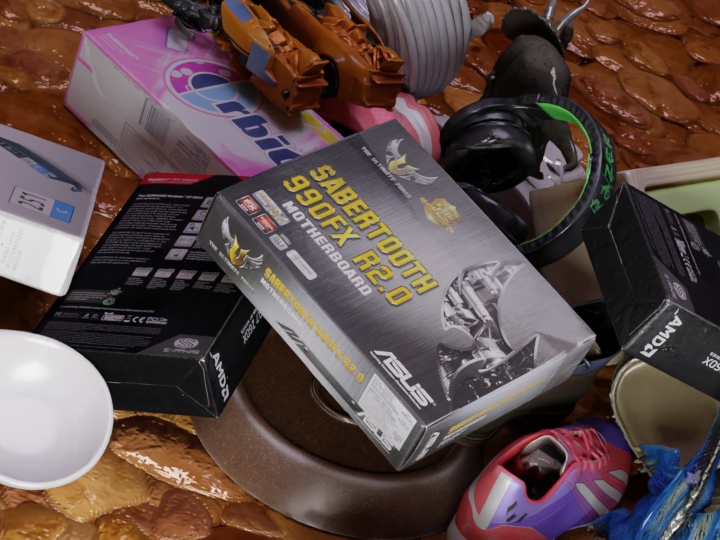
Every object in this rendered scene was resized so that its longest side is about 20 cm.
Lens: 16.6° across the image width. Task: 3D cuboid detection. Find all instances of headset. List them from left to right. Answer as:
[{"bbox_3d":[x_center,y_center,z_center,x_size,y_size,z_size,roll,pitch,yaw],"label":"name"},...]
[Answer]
[{"bbox_3d":[0.075,-0.062,1.676,0.094,0.200,0.124,36,55,-46],"label":"headset"}]

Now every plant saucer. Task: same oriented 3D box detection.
[{"bbox_3d":[-0.010,0.091,1.569,0.200,0.035,0.200,15,33,-10],"label":"plant saucer"}]

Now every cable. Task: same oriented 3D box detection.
[{"bbox_3d":[0.002,-0.216,1.874,0.069,0.200,0.200,-34,78,-25],"label":"cable"}]

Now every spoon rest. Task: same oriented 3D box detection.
[{"bbox_3d":[-0.241,0.069,1.432,0.200,0.061,0.100,15,58,-6],"label":"spoon rest"}]

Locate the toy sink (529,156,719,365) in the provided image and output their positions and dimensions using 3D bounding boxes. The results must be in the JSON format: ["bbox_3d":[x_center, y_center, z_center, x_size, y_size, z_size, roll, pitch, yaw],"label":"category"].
[{"bbox_3d":[0.235,-0.011,1.731,0.200,0.112,0.131,-8,88,-39],"label":"toy sink"}]

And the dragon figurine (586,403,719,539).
[{"bbox_3d":[0.191,0.150,1.489,0.059,0.200,0.099,35,8,-15],"label":"dragon figurine"}]

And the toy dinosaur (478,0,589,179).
[{"bbox_3d":[0.121,-0.131,1.780,0.077,0.102,0.200,11,24,-3],"label":"toy dinosaur"}]

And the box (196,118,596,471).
[{"bbox_3d":[0.022,0.011,1.502,0.158,0.048,0.200,-24,64,-39],"label":"box"}]

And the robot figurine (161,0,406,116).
[{"bbox_3d":[-0.059,-0.184,1.785,0.145,0.058,0.200,-6,42,-39],"label":"robot figurine"}]

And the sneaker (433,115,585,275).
[{"bbox_3d":[0.134,-0.055,1.823,0.115,0.074,0.200,-5,40,-30],"label":"sneaker"}]

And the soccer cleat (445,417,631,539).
[{"bbox_3d":[0.125,0.127,1.553,0.068,0.073,0.200,34,32,20],"label":"soccer cleat"}]

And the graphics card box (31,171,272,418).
[{"bbox_3d":[-0.113,0.011,1.545,0.125,0.051,0.200,3,35,20],"label":"graphics card box"}]

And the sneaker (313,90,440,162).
[{"bbox_3d":[-0.035,-0.131,1.835,0.200,0.074,0.087,36,37,20],"label":"sneaker"}]

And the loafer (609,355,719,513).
[{"bbox_3d":[0.227,0.126,1.578,0.200,0.076,0.067,52,9,24],"label":"loafer"}]

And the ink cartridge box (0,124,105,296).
[{"bbox_3d":[-0.258,-0.055,1.574,0.176,0.045,0.200,18,15,-7],"label":"ink cartridge box"}]

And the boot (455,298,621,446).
[{"bbox_3d":[0.099,0.055,1.572,0.075,0.097,0.200,54,25,20],"label":"boot"}]

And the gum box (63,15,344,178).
[{"bbox_3d":[-0.104,-0.099,1.754,0.113,0.066,0.200,-16,48,-42],"label":"gum box"}]

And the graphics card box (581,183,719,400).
[{"bbox_3d":[0.241,0.035,1.588,0.200,0.051,0.126,28,30,-29],"label":"graphics card box"}]
